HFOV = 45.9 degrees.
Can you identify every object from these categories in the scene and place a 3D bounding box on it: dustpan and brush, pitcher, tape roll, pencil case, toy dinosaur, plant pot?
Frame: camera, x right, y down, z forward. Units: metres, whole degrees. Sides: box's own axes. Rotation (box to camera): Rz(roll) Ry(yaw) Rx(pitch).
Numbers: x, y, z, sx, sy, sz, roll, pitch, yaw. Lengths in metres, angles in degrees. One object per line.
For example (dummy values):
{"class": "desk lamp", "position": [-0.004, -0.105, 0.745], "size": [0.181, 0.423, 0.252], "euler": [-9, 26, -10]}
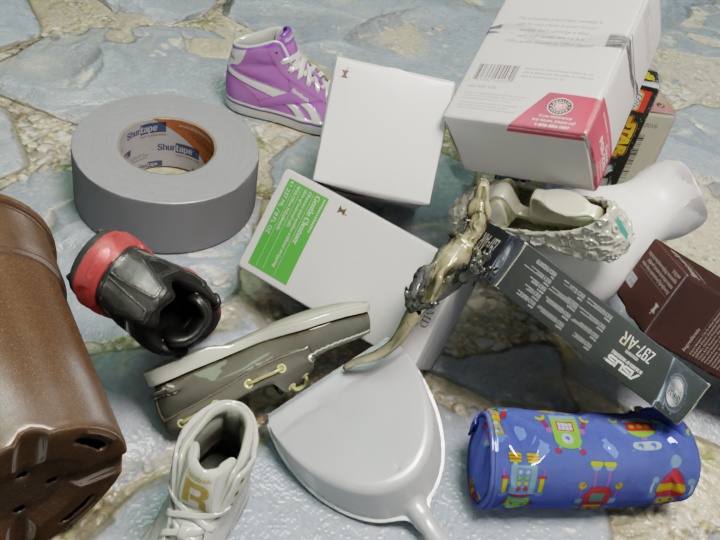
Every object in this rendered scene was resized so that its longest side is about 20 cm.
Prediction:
{"class": "dustpan and brush", "position": [0.029, 0.167, 0.682], "size": [0.138, 0.058, 0.200], "euler": [-31, 53, -14]}
{"class": "pitcher", "position": [0.243, -0.029, 0.914], "size": [0.198, 0.172, 0.123], "euler": [-27, 85, -16]}
{"class": "tape roll", "position": [-0.209, -0.109, 0.919], "size": [0.196, 0.067, 0.202], "euler": [7, 42, -6]}
{"class": "pencil case", "position": [0.184, 0.154, 0.716], "size": [0.196, 0.079, 0.088], "euler": [1, 49, -13]}
{"class": "toy dinosaur", "position": [0.061, 0.010, 0.690], "size": [0.047, 0.088, 0.201], "euler": [41, 81, -5]}
{"class": "plant pot", "position": [-0.276, 0.085, 0.603], "size": [0.198, 0.202, 0.199], "euler": [-20, 58, -32]}

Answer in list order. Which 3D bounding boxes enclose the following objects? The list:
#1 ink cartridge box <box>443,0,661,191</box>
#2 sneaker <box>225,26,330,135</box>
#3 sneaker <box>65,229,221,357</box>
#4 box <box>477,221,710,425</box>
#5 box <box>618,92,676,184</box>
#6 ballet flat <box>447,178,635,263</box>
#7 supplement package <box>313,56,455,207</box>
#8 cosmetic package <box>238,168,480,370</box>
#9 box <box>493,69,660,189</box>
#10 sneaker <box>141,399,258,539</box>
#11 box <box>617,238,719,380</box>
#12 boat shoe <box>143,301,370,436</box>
{"class": "ink cartridge box", "position": [0.187, -0.187, 0.812], "size": [0.144, 0.085, 0.202], "euler": [14, 64, 32]}
{"class": "sneaker", "position": [-0.070, -0.240, 1.064], "size": [0.196, 0.116, 0.073], "euler": [9, 39, -6]}
{"class": "sneaker", "position": [-0.154, 0.033, 0.702], "size": [0.097, 0.200, 0.071], "euler": [31, 84, 19]}
{"class": "box", "position": [0.186, 0.037, 0.743], "size": [0.199, 0.044, 0.160], "euler": [36, 6, -10]}
{"class": "box", "position": [0.308, -0.209, 1.115], "size": [0.107, 0.129, 0.202], "euler": [4, 42, -11]}
{"class": "ballet flat", "position": [0.164, -0.060, 0.810], "size": [0.197, 0.073, 0.072], "euler": [13, 35, 37]}
{"class": "supplement package", "position": [0.021, -0.136, 0.895], "size": [0.119, 0.122, 0.200], "euler": [12, 3, 0]}
{"class": "cosmetic package", "position": [0.000, 0.000, 0.803], "size": [0.198, 0.109, 0.085], "euler": [28, 2, 19]}
{"class": "box", "position": [0.238, -0.148, 0.972], "size": [0.134, 0.202, 0.040], "euler": [15, 43, 2]}
{"class": "sneaker", "position": [-0.126, 0.180, 0.581], "size": [0.072, 0.117, 0.202], "euler": [17, 43, 3]}
{"class": "box", "position": [0.354, 0.059, 0.811], "size": [0.197, 0.076, 0.100], "euler": [27, 20, -9]}
{"class": "boat shoe", "position": [-0.079, 0.078, 0.721], "size": [0.198, 0.072, 0.061], "euler": [-19, 92, -13]}
